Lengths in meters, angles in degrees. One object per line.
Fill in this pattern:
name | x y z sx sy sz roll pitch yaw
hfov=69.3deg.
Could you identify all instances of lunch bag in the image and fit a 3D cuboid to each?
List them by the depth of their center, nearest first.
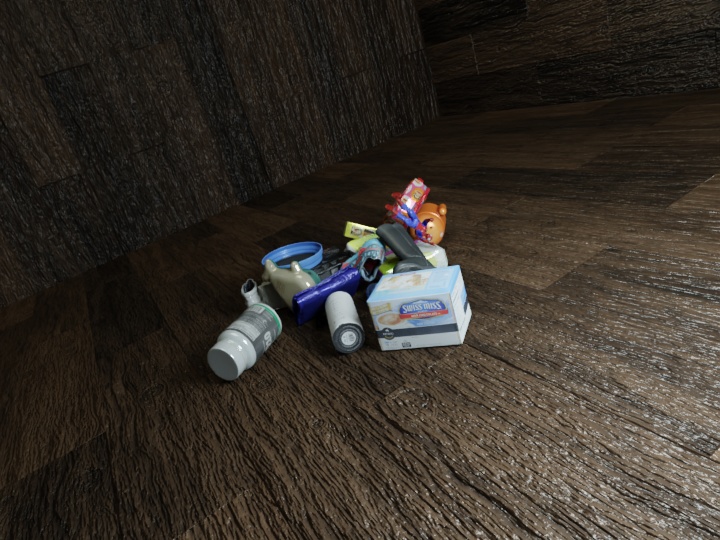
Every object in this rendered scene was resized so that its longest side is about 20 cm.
lunch bag | 0.148 -0.214 1.661 0.178 0.081 0.200 -58 4 -6

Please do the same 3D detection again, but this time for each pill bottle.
pill bottle | -0.296 0.181 1.336 0.111 0.115 0.200 -6 25 28

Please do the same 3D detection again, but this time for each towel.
towel | -0.098 0.066 1.432 0.198 0.050 0.148 -27 -21 -22

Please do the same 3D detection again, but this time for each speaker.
speaker | -0.043 0.124 1.308 0.080 0.083 0.200 -19 21 -3

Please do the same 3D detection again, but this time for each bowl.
bowl | -0.214 -0.036 1.658 0.196 0.040 0.201 -12 21 4

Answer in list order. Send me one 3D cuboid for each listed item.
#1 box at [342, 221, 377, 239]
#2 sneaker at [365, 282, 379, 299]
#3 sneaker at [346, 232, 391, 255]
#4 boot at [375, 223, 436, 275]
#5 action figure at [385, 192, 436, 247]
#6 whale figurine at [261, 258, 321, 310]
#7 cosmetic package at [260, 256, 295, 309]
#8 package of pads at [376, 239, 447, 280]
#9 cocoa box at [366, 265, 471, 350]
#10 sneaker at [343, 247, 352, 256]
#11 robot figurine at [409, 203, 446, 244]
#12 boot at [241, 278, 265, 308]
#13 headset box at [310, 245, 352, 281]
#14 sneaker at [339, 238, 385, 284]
box | 0.044 -0.112 1.697 0.196 0.051 0.075 13 3 -7
sneaker | 0.070 0.057 1.376 0.073 0.084 0.199 -28 22 -18
sneaker | 0.049 -0.092 1.585 0.196 0.078 0.076 -9 39 -22
boot | 0.101 -0.054 1.397 0.163 0.066 0.201 8 40 -46
action figure | 0.164 -0.135 1.470 0.098 0.199 0.066 22 78 47
whale figurine | -0.196 0.035 1.529 0.198 0.161 0.103 29 33 19
cosmetic package | -0.251 0.038 1.677 0.101 0.089 0.201 -15 22 3
package of pads | 0.139 -0.022 1.525 0.197 0.069 0.155 -23 21 -9
cocoa box | 0.135 0.084 1.185 0.196 0.133 0.134 -8 23 25
sneaker | 0.001 -0.042 1.673 0.074 0.082 0.199 -32 25 -27
robot figurine | 0.218 -0.145 1.695 0.141 0.119 0.201 -9 22 16
boot | -0.331 0.067 1.663 0.072 0.097 0.201 -18 21 1
headset box | -0.109 -0.003 1.675 0.147 0.079 0.199 -25 21 -17
sneaker | 0.000 0.000 1.494 0.201 0.078 0.097 -52 27 34
